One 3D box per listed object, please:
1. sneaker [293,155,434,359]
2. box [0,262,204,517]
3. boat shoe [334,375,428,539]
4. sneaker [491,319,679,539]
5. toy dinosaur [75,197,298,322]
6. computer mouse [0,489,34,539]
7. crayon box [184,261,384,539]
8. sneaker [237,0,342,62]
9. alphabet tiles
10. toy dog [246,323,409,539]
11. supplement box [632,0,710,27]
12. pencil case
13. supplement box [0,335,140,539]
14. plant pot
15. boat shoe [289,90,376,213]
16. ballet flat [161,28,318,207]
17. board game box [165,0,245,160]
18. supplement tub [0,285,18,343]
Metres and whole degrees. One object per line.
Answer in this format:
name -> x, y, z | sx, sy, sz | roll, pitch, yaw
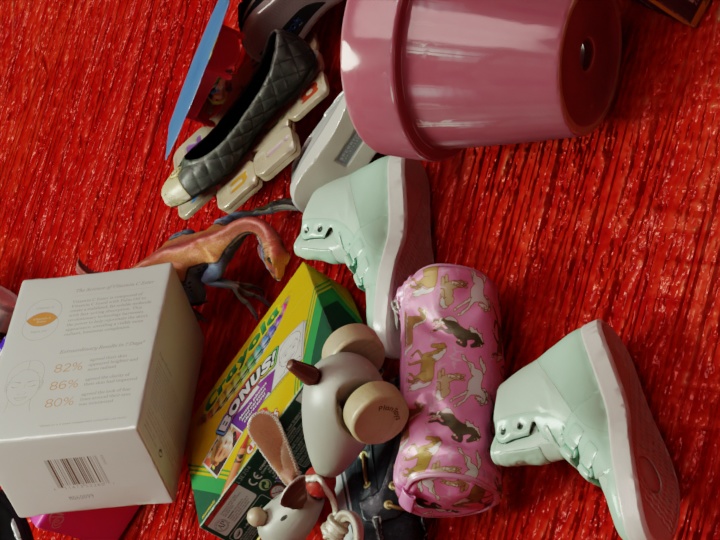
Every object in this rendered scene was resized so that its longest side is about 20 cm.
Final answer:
sneaker -> 0.000, 0.000, 1.632 | 0.118, 0.074, 0.201 | -18, 51, 28
box -> -0.236, 0.105, 1.691 | 0.152, 0.107, 0.200 | -7, 43, 14
boat shoe -> 0.030, 0.181, 1.531 | 0.091, 0.071, 0.201 | -43, 46, 28
sneaker -> 0.162, 0.144, 1.406 | 0.118, 0.074, 0.201 | -32, 43, 21
toy dinosaur -> -0.142, -0.003, 1.730 | 0.181, 0.199, 0.105 | 134, 125, -64
computer mouse -> -0.323, 0.282, 1.784 | 0.200, 0.046, 0.140 | 60, 158, 9
crayon box -> -0.072, 0.114, 1.628 | 0.200, 0.058, 0.173 | -54, 22, 12
sneaker -> -0.043, -0.292, 1.807 | 0.200, 0.073, 0.112 | -39, 29, 7
alphabet tiles -> -0.104, -0.137, 1.797 | 0.195, 0.015, 0.200 | -41, 32, 19
toy dog -> -0.043, 0.135, 1.487 | 0.132, 0.096, 0.201 | 29, 101, 60
supplement box -> 0.211, -0.291, 1.549 | 0.200, 0.086, 0.111 | 35, 98, 46
pencil case -> 0.069, 0.097, 1.502 | 0.086, 0.083, 0.201 | -17, 56, 27
supplement box -> -0.292, 0.165, 1.830 | 0.200, 0.103, 0.101 | 40, 101, 43
plant pot -> 0.107, -0.182, 1.541 | 0.178, 0.200, 0.201 | 9, 79, 30
boat shoe -> 0.002, -0.139, 1.704 | 0.200, 0.072, 0.069 | -58, 27, 20
ballet flat -> -0.120, -0.141, 1.750 | 0.200, 0.057, 0.066 | -48, 28, 7
board game box -> -0.136, -0.185, 1.780 | 0.200, 0.039, 0.158 | -104, 36, -71
supplement tub -> -0.443, 0.102, 1.986 | 0.122, 0.122, 0.201 | 28, 93, 46
